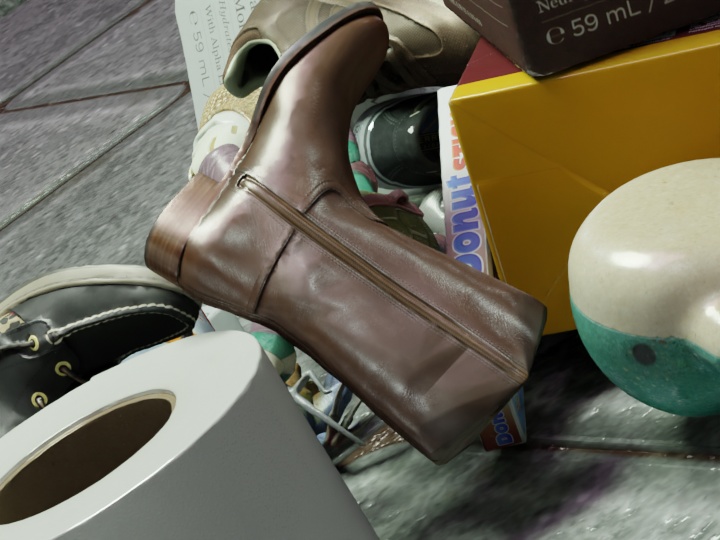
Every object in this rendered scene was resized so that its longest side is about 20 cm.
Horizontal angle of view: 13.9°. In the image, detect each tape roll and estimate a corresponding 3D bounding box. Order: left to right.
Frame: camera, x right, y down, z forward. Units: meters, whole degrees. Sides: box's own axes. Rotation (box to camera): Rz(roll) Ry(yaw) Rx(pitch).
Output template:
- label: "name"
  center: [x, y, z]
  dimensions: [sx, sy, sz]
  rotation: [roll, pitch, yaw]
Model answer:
- label: "tape roll"
  center: [-0.099, 0.141, 1.388]
  dimensions: [0.202, 0.139, 0.203]
  rotation: [-29, 15, 8]

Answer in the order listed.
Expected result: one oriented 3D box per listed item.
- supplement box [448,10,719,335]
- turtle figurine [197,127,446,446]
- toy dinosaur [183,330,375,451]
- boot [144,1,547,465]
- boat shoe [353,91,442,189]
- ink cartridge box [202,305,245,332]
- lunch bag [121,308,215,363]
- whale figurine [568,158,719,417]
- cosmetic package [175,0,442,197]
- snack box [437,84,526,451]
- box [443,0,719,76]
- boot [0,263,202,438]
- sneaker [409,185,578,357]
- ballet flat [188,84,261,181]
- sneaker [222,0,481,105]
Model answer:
- label: "supplement box"
  center: [0.169, -0.082, 1.512]
  dimensions: [0.197, 0.133, 0.200]
  rotation: [-11, 21, 17]
- label: "turtle figurine"
  center: [0.000, 0.000, 1.530]
  dimensions: [0.149, 0.101, 0.200]
  rotation: [-6, 42, -33]
- label: "toy dinosaur"
  center: [-0.034, 0.094, 1.592]
  dimensions: [0.105, 0.200, 0.182]
  rotation: [10, 56, 12]
- label: "boot"
  center: [0.024, -0.019, 1.422]
  dimensions: [0.200, 0.064, 0.187]
  rotation: [30, 73, 23]
- label: "boat shoe"
  center: [0.087, -0.085, 1.683]
  dimensions: [0.200, 0.069, 0.057]
  rotation: [-18, 9, -35]
- label: "ink cartridge box"
  center: [-0.164, 0.093, 1.839]
  dimensions: [0.200, 0.039, 0.099]
  rotation: [-41, 18, -35]
- label: "lunch bag"
  center: [-0.161, 0.094, 1.663]
  dimensions: [0.200, 0.076, 0.160]
  rotation: [-36, -16, -4]
- label: "whale figurine"
  center: [0.195, 0.016, 1.351]
  dimensions: [0.199, 0.104, 0.159]
  rotation: [4, 29, 22]
- label: "cosmetic package"
  center: [0.018, -0.117, 1.819]
  dimensions: [0.165, 0.165, 0.200]
  rotation: [-8, -4, -41]
- label: "snack box"
  center: [0.062, -0.005, 1.524]
  dimensions: [0.024, 0.072, 0.200]
  rotation: [-12, 44, 10]
- label: "box"
  center: [0.109, -0.228, 1.459]
  dimensions: [0.165, 0.201, 0.164]
  rotation: [-21, 21, -6]
- label: "boot"
  center: [-0.166, 0.085, 1.518]
  dimensions: [0.199, 0.073, 0.151]
  rotation: [-15, 62, 26]
- label: "sneaker"
  center: [0.064, -0.001, 1.620]
  dimensions: [0.074, 0.089, 0.200]
  rotation: [-34, 17, -16]
- label: "ballet flat"
  center: [-0.062, -0.045, 1.722]
  dimensions: [0.071, 0.065, 0.200]
  rotation: [-51, 48, 24]
- label: "sneaker"
  center: [0.001, -0.115, 1.646]
  dimensions: [0.200, 0.070, 0.076]
  rotation: [10, 58, 52]
